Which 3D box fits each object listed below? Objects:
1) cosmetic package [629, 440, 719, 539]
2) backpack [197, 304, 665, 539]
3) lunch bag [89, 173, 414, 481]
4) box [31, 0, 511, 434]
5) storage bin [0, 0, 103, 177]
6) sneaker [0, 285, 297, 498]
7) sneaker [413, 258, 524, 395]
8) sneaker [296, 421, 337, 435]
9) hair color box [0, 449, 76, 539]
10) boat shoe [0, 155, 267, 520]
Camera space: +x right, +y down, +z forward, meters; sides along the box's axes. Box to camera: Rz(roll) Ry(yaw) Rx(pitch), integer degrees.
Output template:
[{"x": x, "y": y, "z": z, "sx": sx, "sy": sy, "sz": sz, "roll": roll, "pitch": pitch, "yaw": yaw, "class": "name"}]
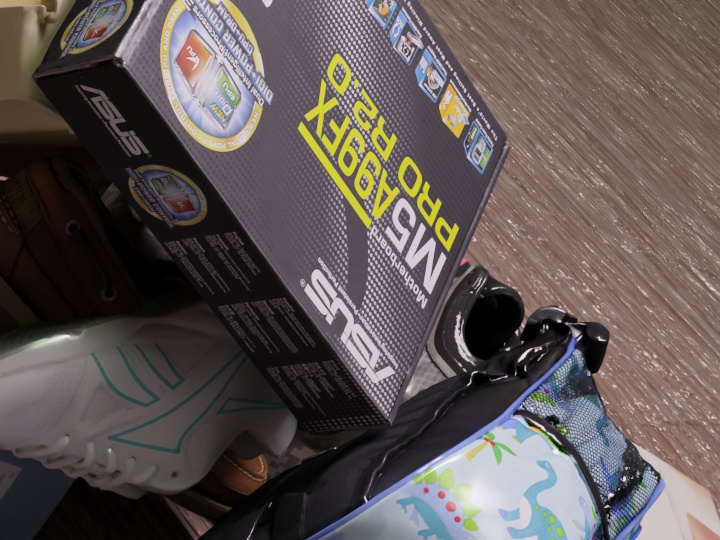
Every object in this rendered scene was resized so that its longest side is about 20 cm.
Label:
[{"x": 0.124, "y": 0.171, "z": 1.253, "sx": 0.087, "sy": 0.103, "sz": 0.200, "roll": 31, "pitch": 21, "yaw": -15, "class": "cosmetic package"}, {"x": 0.026, "y": 0.132, "z": 1.055, "sx": 0.147, "sy": 0.183, "sz": 0.200, "roll": 58, "pitch": 27, "yaw": 2, "class": "backpack"}, {"x": -0.067, "y": 0.013, "z": 1.268, "sx": 0.164, "sy": 0.118, "sz": 0.200, "roll": 33, "pitch": 18, "yaw": -14, "class": "lunch bag"}, {"x": -0.026, "y": -0.061, "z": 1.018, "sx": 0.200, "sy": 0.044, "sz": 0.160, "roll": 54, "pitch": 43, "yaw": -32, "class": "box"}, {"x": -0.136, "y": -0.094, "z": 1.093, "sx": 0.199, "sy": 0.094, "sz": 0.198, "roll": 1, "pitch": -3, "yaw": 37, "class": "storage bin"}, {"x": -0.096, "y": 0.053, "z": 1.018, "sx": 0.200, "sy": 0.081, "sz": 0.070, "roll": -10, "pitch": 5, "yaw": -40, "class": "sneaker"}, {"x": 0.046, "y": 0.016, "z": 1.421, "sx": 0.074, "sy": 0.087, "sz": 0.200, "roll": 61, "pitch": 19, "yaw": -45, "class": "sneaker"}, {"x": 0.000, "y": -0.001, "z": 1.161, "sx": 0.108, "sy": 0.067, "sz": 0.202, "roll": 16, "pitch": 34, "yaw": -33, "class": "sneaker"}, {"x": -0.193, "y": 0.030, "z": 1.098, "sx": 0.099, "sy": 0.061, "sz": 0.200, "roll": 24, "pitch": 23, "yaw": -33, "class": "hair color box"}, {"x": -0.090, "y": 0.032, "z": 1.110, "sx": 0.200, "sy": 0.068, "sz": 0.072, "roll": 47, "pitch": 9, "yaw": -38, "class": "boat shoe"}]
